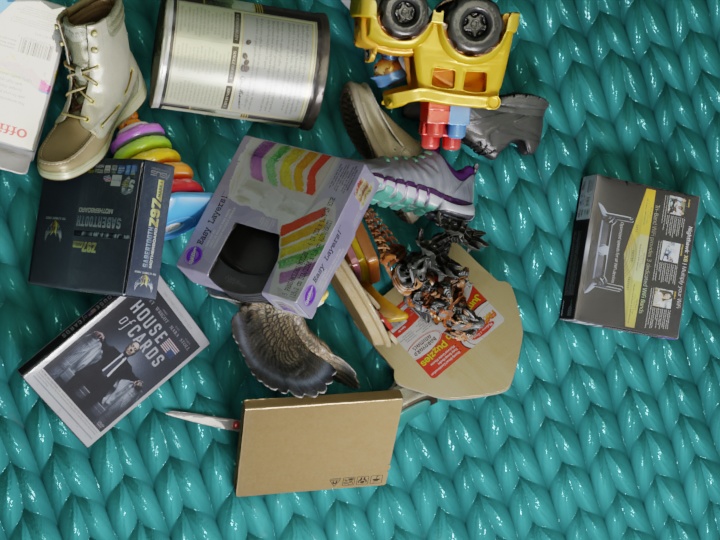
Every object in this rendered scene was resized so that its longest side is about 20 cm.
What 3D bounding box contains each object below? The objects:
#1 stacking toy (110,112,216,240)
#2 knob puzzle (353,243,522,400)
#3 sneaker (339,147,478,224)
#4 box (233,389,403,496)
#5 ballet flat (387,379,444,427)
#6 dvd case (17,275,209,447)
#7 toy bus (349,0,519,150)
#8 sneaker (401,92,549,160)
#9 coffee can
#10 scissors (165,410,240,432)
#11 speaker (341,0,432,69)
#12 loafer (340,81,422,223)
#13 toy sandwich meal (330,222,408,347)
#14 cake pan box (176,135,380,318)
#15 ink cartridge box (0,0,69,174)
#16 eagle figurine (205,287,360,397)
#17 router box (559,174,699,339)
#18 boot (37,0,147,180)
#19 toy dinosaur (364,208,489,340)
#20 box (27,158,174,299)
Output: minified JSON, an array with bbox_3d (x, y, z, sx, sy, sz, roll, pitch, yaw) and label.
[{"bbox_3d":[-0.268,-0.139,1.639,0.116,0.110,0.200,-31,77,28],"label":"stacking toy"},{"bbox_3d":[0.121,0.085,1.729,0.219,0.030,0.220,-1,66,3],"label":"knob puzzle"},{"bbox_3d":[0.055,-0.122,1.670,0.200,0.074,0.088,18,74,-24],"label":"sneaker"},{"bbox_3d":[-0.054,0.216,1.666,0.199,0.021,0.164,-2,131,-14],"label":"box"},{"bbox_3d":[0.082,0.151,1.741,0.200,0.067,0.062,-25,67,-17],"label":"ballet flat"},{"bbox_3d":[-0.295,0.103,1.619,0.200,0.025,0.150,-41,132,-11],"label":"dvd case"},{"bbox_3d":[0.080,-0.245,1.631,0.199,0.136,0.193,6,101,-9],"label":"toy bus"},{"bbox_3d":[0.151,-0.192,1.752,0.199,0.076,0.091,3,96,-12],"label":"sneaker"},{"bbox_3d":[-0.150,-0.257,1.636,0.199,0.146,0.147,7,87,-14],"label":"coffee can"},{"bbox_3d":[-0.146,0.205,1.698,0.199,0.014,0.073,-3,92,-16],"label":"scissors"},{"bbox_3d":[0.022,-0.353,1.716,0.081,0.081,0.200,-44,100,-11],"label":"speaker"},{"bbox_3d":[0.039,-0.159,1.723,0.068,0.076,0.200,-31,106,-14],"label":"loafer"},{"bbox_3d":[0.000,0.000,1.651,0.070,0.205,0.205,-32,97,-5],"label":"toy sandwich meal"},{"bbox_3d":[-0.100,-0.051,1.580,0.200,0.184,0.052,-63,146,-16],"label":"cake pan box"},{"bbox_3d":[-0.429,-0.221,1.576,0.128,0.125,0.201,16,85,-13],"label":"ink cartridge box"},{"bbox_3d":[-0.090,0.067,1.643,0.151,0.151,0.201,-14,85,-24],"label":"eagle figurine"},{"bbox_3d":[0.365,-0.017,1.809,0.157,0.052,0.201,11,86,-14],"label":"router box"},{"bbox_3d":[-0.319,-0.214,1.527,0.072,0.155,0.200,15,49,18],"label":"boot"},{"bbox_3d":[0.079,0.002,1.672,0.200,0.136,0.102,29,48,-14],"label":"toy dinosaur"},{"bbox_3d":[-0.308,-0.052,1.572,0.051,0.200,0.158,10,87,-46],"label":"box"}]
